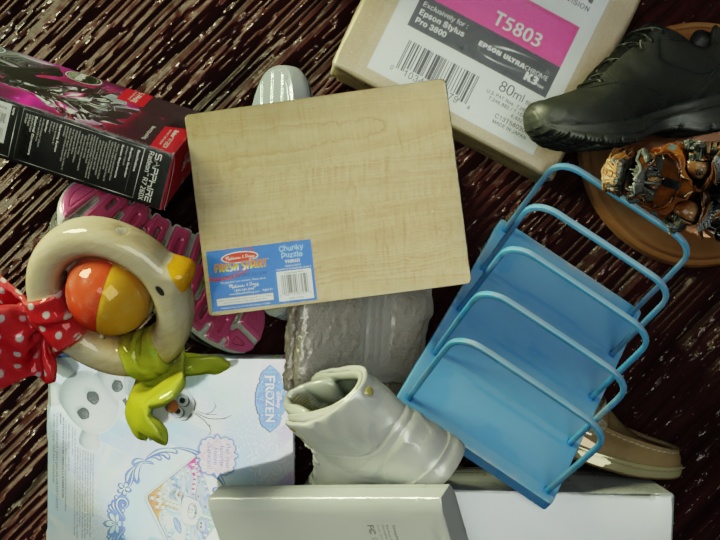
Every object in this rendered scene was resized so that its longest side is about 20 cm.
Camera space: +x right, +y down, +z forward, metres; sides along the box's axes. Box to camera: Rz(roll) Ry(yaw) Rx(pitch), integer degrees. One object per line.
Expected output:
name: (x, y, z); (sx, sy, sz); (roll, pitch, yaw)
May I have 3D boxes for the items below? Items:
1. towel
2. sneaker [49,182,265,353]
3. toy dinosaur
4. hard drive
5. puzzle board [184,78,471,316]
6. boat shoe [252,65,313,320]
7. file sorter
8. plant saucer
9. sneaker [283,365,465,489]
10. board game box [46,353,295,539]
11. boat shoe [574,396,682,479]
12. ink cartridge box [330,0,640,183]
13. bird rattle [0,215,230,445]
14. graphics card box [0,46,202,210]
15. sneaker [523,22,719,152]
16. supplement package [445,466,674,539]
towel: (0.000, 0.000, 1.045); (0.131, 0.034, 0.203); (1, 91, -39)
sneaker: (-0.165, 0.002, 1.057); (0.199, 0.087, 0.074); (34, 63, -24)
toy dinosaur: (0.272, -0.067, 0.998); (0.199, 0.135, 0.103); (-22, 121, -30)
hard drive: (-0.009, 0.219, 0.977); (0.198, 0.026, 0.133); (-6, 111, 31)
puzzle board: (-0.025, -0.053, 0.990); (0.197, 0.017, 0.153); (-7, 89, 5)
boat shoe: (-0.051, -0.061, 1.068); (0.062, 0.072, 0.203); (0, 89, -39)
file sorter: (0.141, 0.041, 0.993); (0.138, 0.123, 0.201); (32, 56, 1)
plant saucer: (0.278, -0.104, 1.087); (0.197, 0.037, 0.203); (0, 91, -2)
sneaker: (-0.017, 0.128, 1.004); (0.115, 0.200, 0.074); (41, 54, -11)
board game box: (-0.150, 0.168, 1.069); (0.196, 0.043, 0.203); (1, 90, -1)
boat shoe: (0.169, 0.114, 1.067); (0.198, 0.071, 0.065); (19, 91, -1)
ink cartridge box: (0.098, -0.187, 1.061); (0.198, 0.075, 0.166); (26, 91, -2)
bird rattle: (-0.191, 0.029, 0.984); (0.198, 0.113, 0.164); (27, 125, 11)
graphics card box: (-0.226, -0.115, 1.022); (0.198, 0.126, 0.051); (17, 112, -1)
sneaker: (0.204, -0.139, 1.009); (0.198, 0.076, 0.092); (-12, 96, -29)
supplement package: (0.134, 0.241, 1.048); (0.197, 0.111, 0.158); (2, 90, -2)
